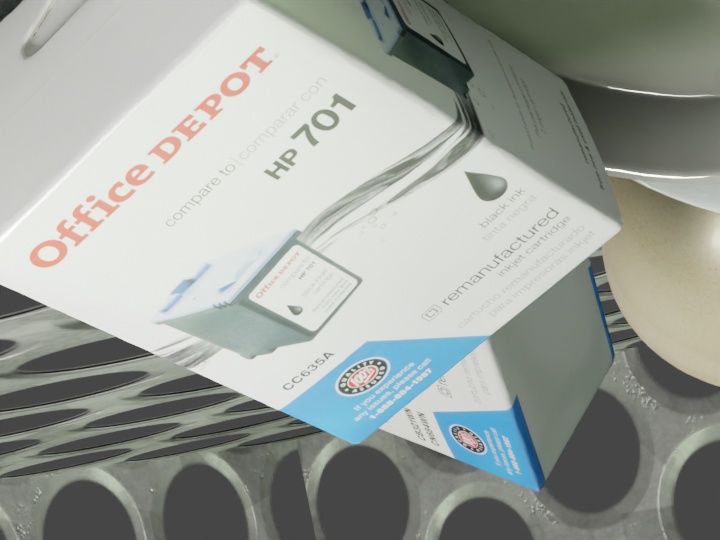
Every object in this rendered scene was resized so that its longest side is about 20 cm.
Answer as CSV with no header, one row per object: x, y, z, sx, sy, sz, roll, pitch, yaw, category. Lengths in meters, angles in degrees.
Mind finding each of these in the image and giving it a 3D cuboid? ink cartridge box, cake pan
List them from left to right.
-0.028,-0.037,0.805,0.146,0.086,0.199,-41,137,23,ink cartridge box
0.000,0.000,1.010,0.199,0.085,0.146,18,152,28,ink cartridge box
0.092,-0.094,0.851,0.198,0.037,0.201,15,159,6,cake pan

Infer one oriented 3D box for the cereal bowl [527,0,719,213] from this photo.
0.174,-0.099,0.943,0.198,0.084,0.200,16,157,7,cereal bowl

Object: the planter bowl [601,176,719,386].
0.209,-0.057,1.143,0.198,0.202,0.135,-13,146,9,planter bowl
